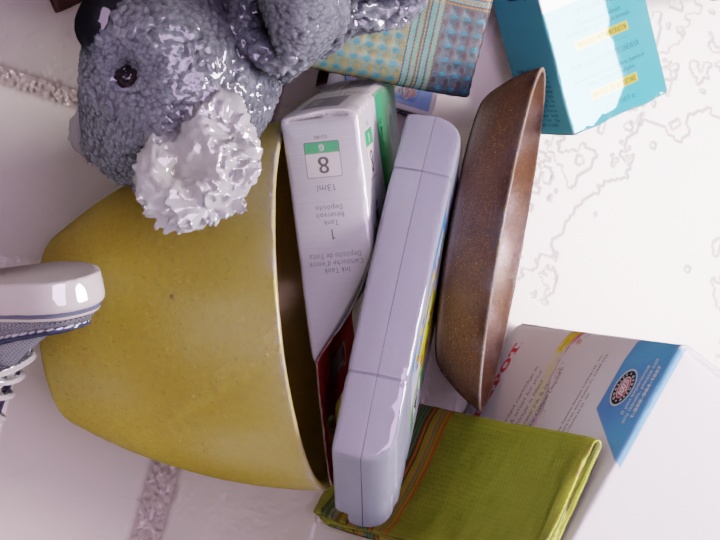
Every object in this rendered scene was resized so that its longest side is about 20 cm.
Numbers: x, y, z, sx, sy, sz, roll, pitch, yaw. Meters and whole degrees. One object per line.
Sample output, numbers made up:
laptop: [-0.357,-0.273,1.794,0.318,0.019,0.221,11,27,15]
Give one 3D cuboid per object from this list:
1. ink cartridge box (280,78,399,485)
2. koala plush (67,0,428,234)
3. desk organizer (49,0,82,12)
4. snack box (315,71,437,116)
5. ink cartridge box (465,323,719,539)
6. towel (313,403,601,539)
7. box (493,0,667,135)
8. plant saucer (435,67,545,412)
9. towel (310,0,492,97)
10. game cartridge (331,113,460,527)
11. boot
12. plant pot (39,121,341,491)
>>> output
ink cartridge box: [0.000,0.000,1.215,0.050,0.161,0.202,-7,100,9]
koala plush: [-0.072,-0.121,1.092,0.183,0.177,0.201,29,92,-35]
desk organizer: [-0.101,-0.226,1.218,0.199,0.077,0.072,-26,79,-9]
snack box: [0.031,-0.198,1.303,0.071,0.024,0.202,15,86,-21]
ink cartridge box: [0.152,0.134,1.267,0.146,0.200,0.147,35,79,-20]
towel: [0.050,0.119,1.226,0.018,0.199,0.087,34,74,-32]
box: [0.120,-0.190,1.310,0.082,0.049,0.202,-25,107,-29]
plant saucer: [0.074,-0.020,1.251,0.034,0.200,0.202,11,87,8]
towel: [-0.013,-0.182,1.195,0.198,0.022,0.148,9,104,-23]
game cartridge: [0.021,0.025,1.172,0.040,0.134,0.202,9,67,8]
boot: [-0.194,0.047,1.130,0.072,0.199,0.091,-13,96,-39]
plant pot: [-0.096,0.025,1.185,0.141,0.200,0.202,-5,94,7]
